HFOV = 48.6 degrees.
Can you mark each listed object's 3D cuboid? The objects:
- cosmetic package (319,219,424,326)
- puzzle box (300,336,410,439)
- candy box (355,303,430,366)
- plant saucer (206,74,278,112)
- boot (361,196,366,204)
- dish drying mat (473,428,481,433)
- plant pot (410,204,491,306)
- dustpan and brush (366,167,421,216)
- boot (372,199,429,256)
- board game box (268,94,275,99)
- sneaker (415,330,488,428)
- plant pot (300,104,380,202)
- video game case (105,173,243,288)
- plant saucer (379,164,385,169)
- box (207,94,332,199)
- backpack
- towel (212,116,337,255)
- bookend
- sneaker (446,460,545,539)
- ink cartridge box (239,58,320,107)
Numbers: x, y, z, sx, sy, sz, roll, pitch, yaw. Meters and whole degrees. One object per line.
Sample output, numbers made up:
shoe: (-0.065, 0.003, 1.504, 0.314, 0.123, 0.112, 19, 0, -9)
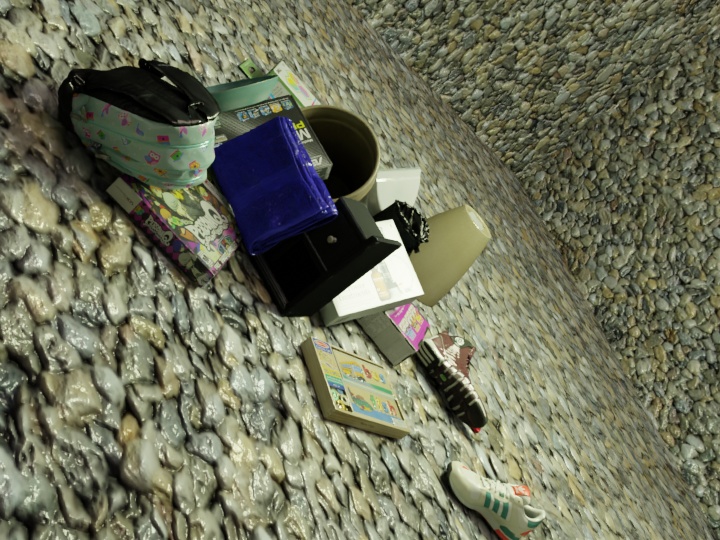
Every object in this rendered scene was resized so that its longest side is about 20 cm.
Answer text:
cosmetic package: (0.000, 0.000, 1.379, 0.199, 0.052, 0.151, -13, 73, -39)
puzzle box: (-0.006, 0.186, 1.245, 0.200, 0.025, 0.133, 28, 31, -48)
candy box: (0.035, 0.064, 1.479, 0.200, 0.061, 0.136, 52, 22, -4)
plant saucer: (-0.232, -0.292, 1.348, 0.200, 0.199, 0.036, -62, 142, -68)
boot: (-0.041, -0.180, 1.704, 0.095, 0.074, 0.200, 32, -4, 17)
dish drying mat: (0.186, 0.229, 1.596, 0.200, 0.018, 0.077, 55, 20, 6)
plant pot: (0.187, -0.052, 1.797, 0.187, 0.200, 0.188, 43, 23, -23)
dustpan and brush: (0.056, -0.116, 1.661, 0.139, 0.201, 0.057, -10, 19, -44)
boot: (0.029, -0.099, 1.577, 0.198, 0.162, 0.073, 47, 49, -19)
board game box: (-0.195, -0.276, 1.539, 0.148, 0.064, 0.200, 52, 19, -2)
sneaker: (0.205, 0.198, 1.548, 0.115, 0.076, 0.200, -29, 81, -40)
plant pot: (-0.070, -0.169, 1.450, 0.201, 0.199, 0.174, 60, -15, 19)
video game case: (-0.251, -0.085, 1.145, 0.181, 0.036, 0.200, 47, 21, -11)
plant saucer: (-0.002, -0.220, 1.733, 0.199, 0.050, 0.200, 23, 0, 0)
box: (-0.170, -0.199, 1.320, 0.199, 0.044, 0.161, -20, 67, -24)
backpack: (-0.279, -0.194, 1.059, 0.199, 0.127, 0.167, 27, 38, 23)
towel: (-0.137, -0.135, 1.210, 0.050, 0.147, 0.201, 73, -9, -64)
bookend: (-0.074, -0.064, 1.256, 0.199, 0.200, 0.092, 60, 21, 17)
sneaker: (0.231, 0.375, 1.346, 0.200, 0.093, 0.070, 46, 21, -17)
ink cartridge box: (-0.175, -0.412, 1.806, 0.200, 0.059, 0.104, 47, 21, -15)
